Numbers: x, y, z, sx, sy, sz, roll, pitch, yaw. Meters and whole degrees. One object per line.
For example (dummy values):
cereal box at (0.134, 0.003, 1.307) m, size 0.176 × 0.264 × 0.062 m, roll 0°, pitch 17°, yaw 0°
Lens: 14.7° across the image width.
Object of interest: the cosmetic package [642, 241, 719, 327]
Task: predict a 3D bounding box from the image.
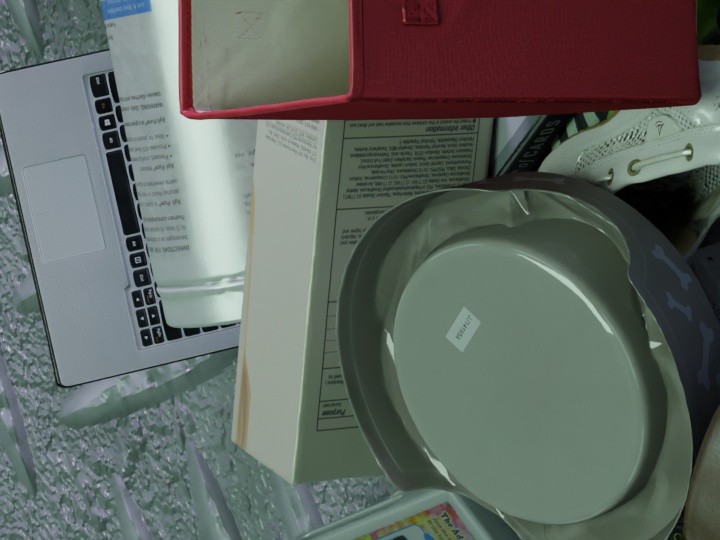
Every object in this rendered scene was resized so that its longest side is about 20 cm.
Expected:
cosmetic package at (0.204, 0.089, 1.364) m, size 0.083 × 0.050 × 0.201 m, roll -43°, pitch 70°, yaw 47°

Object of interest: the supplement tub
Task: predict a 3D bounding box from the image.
supplement tub at (-0.062, -0.079, 1.496) m, size 0.132 × 0.132 × 0.201 m, roll -4°, pitch 98°, yaw 46°

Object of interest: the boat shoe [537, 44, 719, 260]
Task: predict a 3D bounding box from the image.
boat shoe at (0.131, -0.032, 1.306) m, size 0.200 × 0.070 × 0.070 m, roll 128°, pitch 147°, yaw -59°

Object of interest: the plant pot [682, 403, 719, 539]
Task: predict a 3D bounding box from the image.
plant pot at (0.260, 0.113, 1.199) m, size 0.198 × 0.200 × 0.201 m, roll 26°, pitch 119°, yaw 34°

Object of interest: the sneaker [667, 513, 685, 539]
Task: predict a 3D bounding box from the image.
sneaker at (0.124, 0.082, 1.376) m, size 0.200 × 0.072 × 0.072 m, roll 51°, pitch 138°, yaw 8°

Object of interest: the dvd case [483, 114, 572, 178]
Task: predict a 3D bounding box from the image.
dvd case at (0.045, -0.134, 1.437) m, size 0.150 × 0.025 × 0.201 m, roll -55°, pitch 51°, yaw 50°

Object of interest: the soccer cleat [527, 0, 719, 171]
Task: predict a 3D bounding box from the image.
soccer cleat at (0.120, -0.093, 1.390) m, size 0.081 × 0.067 × 0.201 m, roll 45°, pitch 132°, yaw 29°

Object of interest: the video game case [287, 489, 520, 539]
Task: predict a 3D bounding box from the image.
video game case at (0.053, 0.212, 1.519) m, size 0.182 × 0.024 × 0.200 m, roll -27°, pitch 104°, yaw 45°

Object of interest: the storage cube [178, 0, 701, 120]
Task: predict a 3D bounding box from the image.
storage cube at (0.032, -0.155, 1.248) m, size 0.200 × 0.179 × 0.172 m, roll 1°, pitch 92°, yaw 63°

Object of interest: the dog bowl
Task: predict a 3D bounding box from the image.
dog bowl at (0.084, 0.045, 1.299) m, size 0.199 × 0.059 × 0.201 m, roll 19°, pitch 122°, yaw 32°

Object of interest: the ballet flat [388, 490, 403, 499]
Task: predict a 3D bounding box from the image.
ballet flat at (0.042, 0.099, 1.517) m, size 0.073 × 0.073 × 0.201 m, roll -8°, pitch 96°, yaw 46°

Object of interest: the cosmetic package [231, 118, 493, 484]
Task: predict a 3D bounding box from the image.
cosmetic package at (0.000, 0.000, 1.408) m, size 0.071 × 0.105 × 0.201 m, roll 29°, pitch 116°, yaw 55°

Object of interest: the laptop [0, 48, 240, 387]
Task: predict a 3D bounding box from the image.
laptop at (-0.092, -0.043, 1.585) m, size 0.116 × 0.199 × 0.188 m, roll -177°, pitch 75°, yaw -79°
